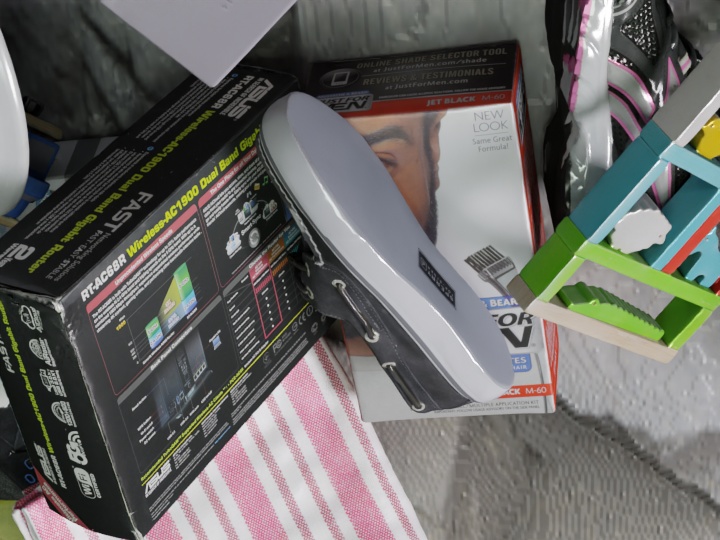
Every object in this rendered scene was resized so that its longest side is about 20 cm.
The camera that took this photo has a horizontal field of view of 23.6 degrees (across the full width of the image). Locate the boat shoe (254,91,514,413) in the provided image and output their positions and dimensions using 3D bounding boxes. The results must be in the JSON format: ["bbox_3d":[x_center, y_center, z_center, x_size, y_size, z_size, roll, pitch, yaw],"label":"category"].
[{"bbox_3d":[0.000,0.000,0.852,0.066,0.070,0.200,-25,127,24],"label":"boat shoe"}]

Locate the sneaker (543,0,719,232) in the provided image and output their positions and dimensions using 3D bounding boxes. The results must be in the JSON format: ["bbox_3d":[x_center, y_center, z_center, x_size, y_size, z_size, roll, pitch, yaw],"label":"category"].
[{"bbox_3d":[0.137,-0.094,0.842,0.086,0.080,0.200,-6,135,-3],"label":"sneaker"}]

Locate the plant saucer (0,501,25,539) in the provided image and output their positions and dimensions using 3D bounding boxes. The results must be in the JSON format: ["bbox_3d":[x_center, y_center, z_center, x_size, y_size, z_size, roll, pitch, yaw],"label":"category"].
[{"bbox_3d":[-0.224,0.230,1.088,0.199,0.031,0.201,-4,99,-28],"label":"plant saucer"}]

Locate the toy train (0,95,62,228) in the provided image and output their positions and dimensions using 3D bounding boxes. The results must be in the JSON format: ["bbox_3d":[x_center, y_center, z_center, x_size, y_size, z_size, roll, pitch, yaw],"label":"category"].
[{"bbox_3d":[-0.205,0.005,0.884,0.034,0.046,0.200,23,92,-42],"label":"toy train"}]

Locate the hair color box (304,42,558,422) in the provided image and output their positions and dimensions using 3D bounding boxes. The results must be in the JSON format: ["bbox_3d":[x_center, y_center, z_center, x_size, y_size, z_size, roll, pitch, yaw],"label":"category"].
[{"bbox_3d":[0.040,-0.015,0.911,0.111,0.064,0.200,-4,125,12],"label":"hair color box"}]

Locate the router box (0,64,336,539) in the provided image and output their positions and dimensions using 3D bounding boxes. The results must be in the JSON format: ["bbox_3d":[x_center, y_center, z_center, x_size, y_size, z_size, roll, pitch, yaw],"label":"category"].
[{"bbox_3d":[-0.093,0.011,0.856,0.062,0.200,0.150,13,132,30],"label":"router box"}]

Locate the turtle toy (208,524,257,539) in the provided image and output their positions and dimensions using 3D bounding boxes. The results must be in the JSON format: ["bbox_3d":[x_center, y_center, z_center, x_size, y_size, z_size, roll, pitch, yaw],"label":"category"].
[{"bbox_3d":[-0.079,0.172,1.043,0.145,0.101,0.201,-15,124,-11],"label":"turtle toy"}]

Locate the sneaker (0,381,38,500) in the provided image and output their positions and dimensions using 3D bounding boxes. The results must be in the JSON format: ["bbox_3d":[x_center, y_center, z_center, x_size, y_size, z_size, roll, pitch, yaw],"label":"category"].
[{"bbox_3d":[-0.176,0.064,0.949,0.200,0.073,0.112,-24,124,32],"label":"sneaker"}]

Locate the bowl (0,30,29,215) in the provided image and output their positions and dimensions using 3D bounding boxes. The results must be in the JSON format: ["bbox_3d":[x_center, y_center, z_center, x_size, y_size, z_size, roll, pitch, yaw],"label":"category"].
[{"bbox_3d":[-0.244,-0.099,0.796,0.090,0.201,0.202,-28,139,-28],"label":"bowl"}]

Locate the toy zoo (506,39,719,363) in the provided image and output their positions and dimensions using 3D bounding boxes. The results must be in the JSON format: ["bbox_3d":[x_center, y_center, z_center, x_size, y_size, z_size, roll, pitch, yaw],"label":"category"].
[{"bbox_3d":[0.175,-0.044,0.839,0.131,0.020,0.200,20,117,-46],"label":"toy zoo"}]

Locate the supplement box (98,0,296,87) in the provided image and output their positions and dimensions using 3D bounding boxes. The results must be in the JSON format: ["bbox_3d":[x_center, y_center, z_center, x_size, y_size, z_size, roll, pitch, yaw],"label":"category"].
[{"bbox_3d":[-0.034,-0.175,0.711,0.061,0.200,0.109,37,123,-18],"label":"supplement box"}]

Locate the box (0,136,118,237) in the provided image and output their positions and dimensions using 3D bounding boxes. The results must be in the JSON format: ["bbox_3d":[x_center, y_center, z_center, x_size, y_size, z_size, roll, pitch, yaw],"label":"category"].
[{"bbox_3d":[-0.178,0.005,0.968,0.199,0.041,0.156,-5,125,10],"label":"box"}]

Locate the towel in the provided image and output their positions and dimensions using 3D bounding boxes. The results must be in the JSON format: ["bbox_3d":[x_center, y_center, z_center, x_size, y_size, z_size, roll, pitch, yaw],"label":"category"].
[{"bbox_3d":[-0.075,0.141,0.962,0.200,0.030,0.147,-29,100,-8],"label":"towel"}]
